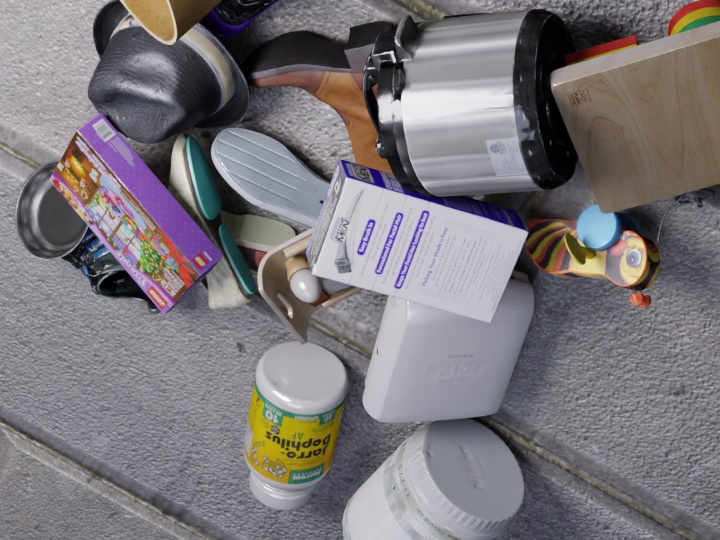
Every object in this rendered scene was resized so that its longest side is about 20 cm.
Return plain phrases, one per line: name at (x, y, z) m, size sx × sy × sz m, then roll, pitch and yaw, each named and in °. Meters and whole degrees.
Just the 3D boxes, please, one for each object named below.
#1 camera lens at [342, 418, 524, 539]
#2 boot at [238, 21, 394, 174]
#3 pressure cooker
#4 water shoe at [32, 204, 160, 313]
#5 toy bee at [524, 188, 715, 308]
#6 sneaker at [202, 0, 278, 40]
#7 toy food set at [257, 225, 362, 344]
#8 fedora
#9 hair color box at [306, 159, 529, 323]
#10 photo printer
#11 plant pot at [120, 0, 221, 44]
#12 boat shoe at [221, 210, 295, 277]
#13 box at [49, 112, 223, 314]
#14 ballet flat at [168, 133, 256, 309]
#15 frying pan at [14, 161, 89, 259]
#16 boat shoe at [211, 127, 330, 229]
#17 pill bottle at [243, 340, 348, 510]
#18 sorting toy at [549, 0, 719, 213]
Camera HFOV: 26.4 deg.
camera lens at (0.084, 0.288, 1.838) m, size 0.160 × 0.160 × 0.200 m, roll 34°, pitch 129°, yaw -7°
boot at (-0.015, -0.160, 1.616) m, size 0.187 × 0.069 × 0.201 m, roll -10°, pitch 129°, yaw 18°
pressure cooker at (0.101, -0.160, 1.476) m, size 0.199 × 0.178 × 0.177 m, roll -3°, pitch 93°, yaw 25°
water shoe at (-0.303, -0.016, 1.801) m, size 0.199 × 0.079 × 0.072 m, roll 20°, pitch 130°, yaw 5°
toy bee at (0.258, -0.014, 1.567) m, size 0.130 × 0.109 × 0.200 m, roll 7°, pitch 165°, yaw -33°
sneaker at (-0.116, -0.282, 1.517) m, size 0.070 × 0.100 × 0.200 m, roll 45°, pitch 127°, yaw -14°
toy food set at (0.000, 0.000, 1.641) m, size 0.199 × 0.061 × 0.144 m, roll -27°, pitch 148°, yaw 5°
fedora at (-0.214, -0.190, 1.591) m, size 0.200 × 0.092 × 0.201 m, roll 25°, pitch 150°, yaw 16°
hair color box at (0.056, -0.029, 1.552) m, size 0.199 × 0.065 × 0.110 m, roll 15°, pitch 111°, yaw -16°
photo printer at (0.099, 0.077, 1.695) m, size 0.165 × 0.070 × 0.201 m, roll -2°, pitch 132°, yaw -20°
plant pot at (-0.144, -0.340, 1.415) m, size 0.187 × 0.200 × 0.187 m, roll 50°, pitch 164°, yaw 20°
boat shoe at (-0.171, -0.038, 1.746) m, size 0.199 × 0.071 × 0.063 m, roll 15°, pitch 132°, yaw 3°
box at (-0.244, -0.057, 1.648) m, size 0.200 × 0.039 × 0.137 m, roll 49°, pitch 150°, yaw 0°
ballet flat at (-0.177, -0.048, 1.670) m, size 0.062 × 0.067 × 0.201 m, roll -18°, pitch 101°, yaw 15°
frying pan at (-0.322, -0.084, 1.763) m, size 0.189 × 0.031 × 0.116 m, roll -26°, pitch 71°, yaw 22°
boat shoe at (-0.078, -0.083, 1.674) m, size 0.199 × 0.074 × 0.067 m, roll 33°, pitch 164°, yaw -5°
pill bottle at (-0.083, 0.193, 1.858) m, size 0.112 × 0.113 × 0.201 m, roll 18°, pitch 130°, yaw 6°
sorting toy at (0.296, -0.162, 1.447) m, size 0.198 × 0.070 × 0.200 m, roll -15°, pitch 141°, yaw 15°
